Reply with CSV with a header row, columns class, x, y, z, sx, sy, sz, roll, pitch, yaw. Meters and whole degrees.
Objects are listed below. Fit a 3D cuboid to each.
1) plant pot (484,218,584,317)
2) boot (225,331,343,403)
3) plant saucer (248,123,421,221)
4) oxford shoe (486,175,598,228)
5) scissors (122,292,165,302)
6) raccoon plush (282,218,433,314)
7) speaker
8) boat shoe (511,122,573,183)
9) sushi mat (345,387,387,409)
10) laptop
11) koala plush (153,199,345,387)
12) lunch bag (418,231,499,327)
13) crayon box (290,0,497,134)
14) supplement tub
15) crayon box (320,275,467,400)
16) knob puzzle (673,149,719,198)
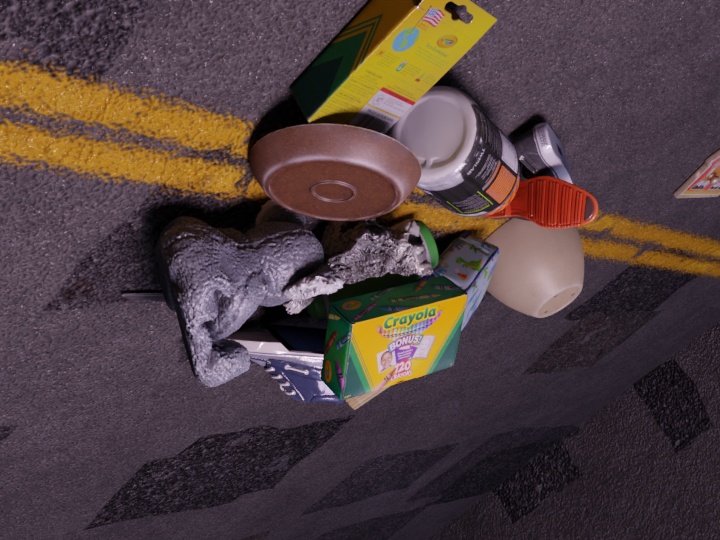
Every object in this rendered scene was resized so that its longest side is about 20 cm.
class,x,y,z,sx,sy,sz,roll,pitch,yaw
plant pot,0.305,0.000,1.636,0.198,0.136,0.201,-24,155,-12
boot,-0.112,0.145,1.402,0.196,0.092,0.073,6,-172,-4
plant saucer,-0.030,-0.102,1.078,0.197,0.035,0.201,3,158,1
oxford shoe,0.262,-0.101,1.378,0.072,0.198,0.072,-2,102,-47
scissors,-0.227,0.032,1.253,0.073,0.014,0.199,-35,154,14
raccoon plush,0.000,0.000,1.286,0.200,0.097,0.134,-41,125,16
speaker,0.010,-0.002,1.363,0.198,0.089,0.089,-23,155,-15
boat shoe,0.266,-0.154,1.394,0.065,0.071,0.200,-17,164,19
sushi mat,0.032,0.130,1.435,0.199,0.096,0.012,-37,-166,23
laptop,-0.024,0.055,1.395,0.200,0.103,0.177,-48,-161,-5
koala plush,-0.129,0.001,1.123,0.197,0.178,0.185,-18,143,-16
lunch bag,0.138,0.047,1.499,0.200,0.082,0.162,-47,157,-45
crayon box,0.036,-0.228,1.010,0.200,0.051,0.126,-42,153,24
supplement tub,0.125,-0.140,1.189,0.122,0.124,0.199,-37,155,14
crayon box,0.046,0.088,1.287,0.198,0.058,0.120,-13,124,-33
knob puzzle,0.726,-0.204,1.845,0.217,0.031,0.221,-25,154,-13
